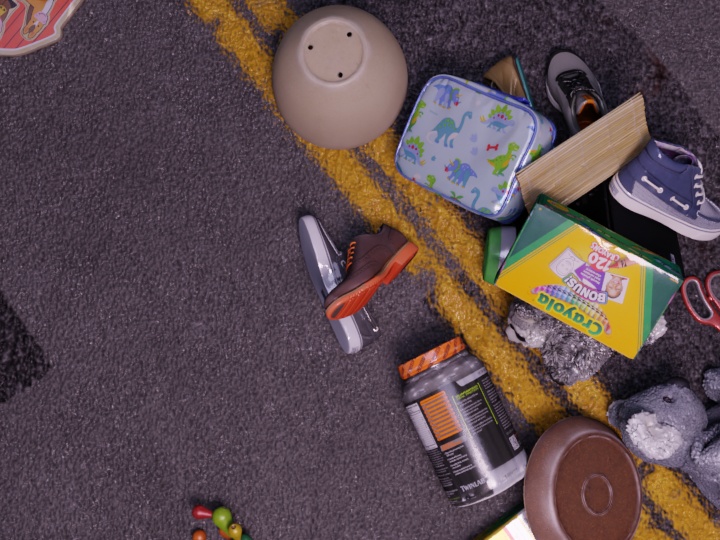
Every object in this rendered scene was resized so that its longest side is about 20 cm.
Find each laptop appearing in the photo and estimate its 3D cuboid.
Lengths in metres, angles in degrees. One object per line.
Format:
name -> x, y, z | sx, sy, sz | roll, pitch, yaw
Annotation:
laptop -> 0.318, -0.063, 1.289 | 0.197, 0.104, 0.179 | -14, 41, 20

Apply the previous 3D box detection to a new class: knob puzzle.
knob puzzle -> -0.518, -0.406, 1.403 | 0.216, 0.030, 0.224 | 0, 85, 3

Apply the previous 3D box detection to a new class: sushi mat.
sushi mat -> 0.291, -0.142, 1.230 | 0.199, 0.096, 0.012 | -33, 44, -5

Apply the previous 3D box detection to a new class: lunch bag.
lunch bag -> 0.155, -0.167, 1.281 | 0.199, 0.082, 0.163 | 29, 103, 33

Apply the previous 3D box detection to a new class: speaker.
speaker -> 0.269, -0.010, 1.302 | 0.196, 0.088, 0.090 | 7, 85, 3

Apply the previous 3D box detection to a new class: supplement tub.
supplement tub -> 0.133, 0.199, 1.271 | 0.121, 0.123, 0.202 | -25, 84, 0

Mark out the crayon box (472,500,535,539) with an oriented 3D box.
crayon box -> 0.202, 0.409, 1.285 | 0.199, 0.051, 0.128 | -36, 85, -2

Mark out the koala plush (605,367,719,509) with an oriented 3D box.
koala plush -> 0.426, 0.212, 1.236 | 0.197, 0.177, 0.187 | 11, 96, 0

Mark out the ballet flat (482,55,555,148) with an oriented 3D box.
ballet flat -> 0.224, -0.203, 1.326 | 0.062, 0.069, 0.203 | -23, 66, 13

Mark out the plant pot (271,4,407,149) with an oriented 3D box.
plant pot -> -0.032, -0.281, 1.317 | 0.197, 0.134, 0.204 | 0, 85, 2

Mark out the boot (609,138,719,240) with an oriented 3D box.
boot -> 0.432, -0.106, 1.262 | 0.197, 0.091, 0.074 | 14, 45, -27

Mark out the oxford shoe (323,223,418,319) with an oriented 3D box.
oxford shoe -> 0.000, 0.000, 1.281 | 0.073, 0.200, 0.071 | 44, 130, 7

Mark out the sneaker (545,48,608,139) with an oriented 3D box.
sneaker -> 0.304, -0.233, 1.303 | 0.073, 0.080, 0.203 | -13, 57, 3

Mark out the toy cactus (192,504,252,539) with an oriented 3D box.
toy cactus -> -0.161, 0.419, 1.289 | 0.162, 0.102, 0.203 | -1, 76, -7

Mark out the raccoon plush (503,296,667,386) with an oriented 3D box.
raccoon plush -> 0.288, 0.057, 1.266 | 0.198, 0.097, 0.135 | -29, 113, 3

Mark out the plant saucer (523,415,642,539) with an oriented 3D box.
plant saucer -> 0.302, 0.294, 1.250 | 0.197, 0.034, 0.204 | 5, 79, -27

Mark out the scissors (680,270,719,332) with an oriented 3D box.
scissors -> 0.511, 0.094, 1.319 | 0.072, 0.014, 0.202 | -24, 85, -2

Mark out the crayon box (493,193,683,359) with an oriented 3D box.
crayon box -> 0.280, 0.006, 1.182 | 0.198, 0.058, 0.120 | 28, 113, 5

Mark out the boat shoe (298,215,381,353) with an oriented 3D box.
boat shoe -> -0.025, 0.012, 1.327 | 0.065, 0.070, 0.202 | -20, 80, -19
